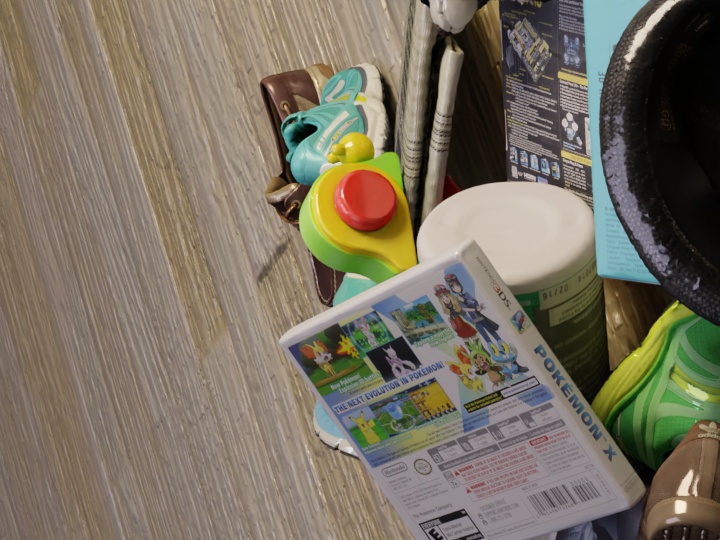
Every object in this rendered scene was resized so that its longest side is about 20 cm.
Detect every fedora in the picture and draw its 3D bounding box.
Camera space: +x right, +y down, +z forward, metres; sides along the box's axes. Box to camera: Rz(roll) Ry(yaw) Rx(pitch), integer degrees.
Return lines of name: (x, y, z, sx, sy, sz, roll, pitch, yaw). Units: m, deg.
fedora: (0.218, -0.062, 1.171, 0.092, 0.200, 0.201, 17, -122, -78)

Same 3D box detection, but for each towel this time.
towel: (0.045, -0.109, 1.574, 0.193, 0.034, 0.201, -91, 5, -71)

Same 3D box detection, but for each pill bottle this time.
pill bottle: (0.100, 0.055, 1.423, 0.113, 0.113, 0.201, 47, 152, 51)

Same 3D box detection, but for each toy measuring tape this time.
toy measuring tape: (0.000, 0.000, 1.476, 0.074, 0.073, 0.201, 123, 143, -59)

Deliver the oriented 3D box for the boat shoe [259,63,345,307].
boat shoe: (-0.045, -0.064, 1.841, 0.072, 0.072, 0.201, -163, 64, -65)

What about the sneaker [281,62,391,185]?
sneaker: (-0.020, -0.109, 1.717, 0.200, 0.079, 0.078, -97, 9, -71)

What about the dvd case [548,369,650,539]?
dvd case: (0.180, 0.185, 1.493, 0.200, 0.025, 0.150, 100, 148, -42)

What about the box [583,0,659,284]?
box: (0.165, -0.100, 1.246, 0.049, 0.082, 0.201, 7, 111, 35)

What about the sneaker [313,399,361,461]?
sneaker: (0.031, 0.092, 1.591, 0.200, 0.078, 0.090, 18, 100, 64)

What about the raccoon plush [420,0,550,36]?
raccoon plush: (0.097, -0.236, 1.392, 0.200, 0.097, 0.134, -56, 19, -4)

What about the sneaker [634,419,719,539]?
sneaker: (0.195, 0.160, 1.343, 0.200, 0.070, 0.076, 98, -173, -60)

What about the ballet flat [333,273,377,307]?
ballet flat: (0.015, 0.000, 1.668, 0.200, 0.067, 0.071, -74, -16, -79)

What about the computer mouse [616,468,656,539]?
computer mouse: (0.172, 0.208, 1.448, 0.059, 0.034, 0.201, 49, 143, 46)

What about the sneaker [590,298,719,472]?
sneaker: (0.208, 0.053, 1.331, 0.084, 0.074, 0.200, 43, 143, 9)

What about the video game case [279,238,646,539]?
video game case: (0.057, 0.086, 1.382, 0.183, 0.022, 0.200, 55, 143, -6)

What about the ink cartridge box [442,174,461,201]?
ink cartridge box: (0.097, 0.040, 1.562, 0.116, 0.067, 0.201, -125, 32, -46)

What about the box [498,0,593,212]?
box: (0.151, -0.102, 1.395, 0.200, 0.049, 0.162, -154, 54, -62)
